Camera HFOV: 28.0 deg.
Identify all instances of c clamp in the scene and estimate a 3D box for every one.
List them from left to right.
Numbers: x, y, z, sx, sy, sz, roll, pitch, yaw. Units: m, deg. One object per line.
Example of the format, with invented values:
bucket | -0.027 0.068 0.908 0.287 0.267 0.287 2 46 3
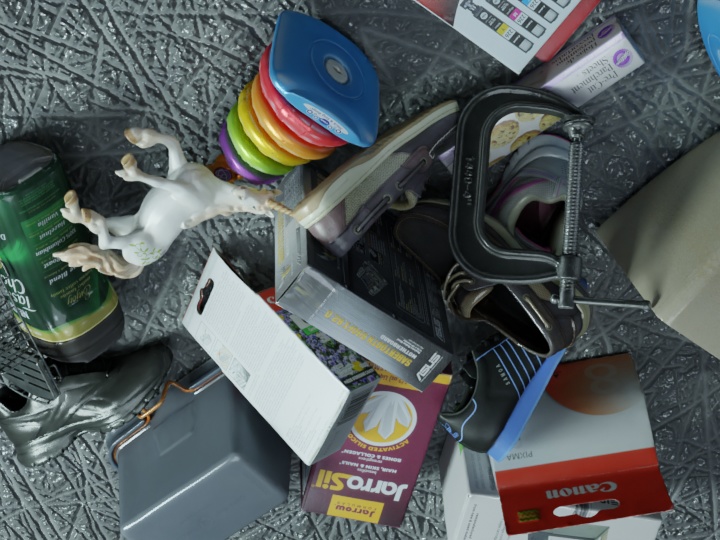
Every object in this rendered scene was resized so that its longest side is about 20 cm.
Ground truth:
c clamp | 0.160 -0.063 1.243 0.170 0.027 0.201 -2 83 8

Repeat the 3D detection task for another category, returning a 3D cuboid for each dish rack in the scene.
dish rack | -0.354 0.041 1.325 0.054 0.153 0.201 -35 117 -27

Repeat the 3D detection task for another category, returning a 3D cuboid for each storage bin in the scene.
storage bin | -0.160 0.192 1.431 0.200 0.135 0.146 -35 121 17

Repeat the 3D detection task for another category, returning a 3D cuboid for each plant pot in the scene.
plant pot | 0.365 -0.019 1.296 0.199 0.200 0.177 32 106 -20

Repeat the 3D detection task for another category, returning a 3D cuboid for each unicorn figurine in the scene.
unicorn figurine | -0.165 -0.058 1.254 0.200 0.074 0.137 -31 135 32

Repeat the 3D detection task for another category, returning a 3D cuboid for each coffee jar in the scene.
coffee jar | -0.290 -0.013 1.317 0.085 0.104 0.201 -39 127 -31

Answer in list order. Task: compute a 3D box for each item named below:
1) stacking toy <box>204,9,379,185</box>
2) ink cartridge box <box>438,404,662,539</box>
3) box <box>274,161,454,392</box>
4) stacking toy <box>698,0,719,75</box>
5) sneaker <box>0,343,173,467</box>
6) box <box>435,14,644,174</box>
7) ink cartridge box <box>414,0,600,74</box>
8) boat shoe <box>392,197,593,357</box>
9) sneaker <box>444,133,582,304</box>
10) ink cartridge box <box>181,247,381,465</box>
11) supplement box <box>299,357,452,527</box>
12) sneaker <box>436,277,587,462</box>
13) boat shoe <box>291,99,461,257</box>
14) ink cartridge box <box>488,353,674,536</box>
stacking toy | -0.083 -0.120 1.273 0.116 0.110 0.200 32 131 -27
ink cartridge box | 0.188 0.223 1.461 0.199 0.146 0.084 9 121 -8
box | 0.000 0.000 1.279 0.158 0.200 0.048 31 114 -21
stacking toy | 0.395 -0.223 1.213 0.199 0.110 0.116 -30 108 3
sneaker | -0.278 0.118 1.425 0.199 0.076 0.091 -29 110 11
box | 0.156 -0.150 1.285 0.199 0.039 0.041 -33 117 18
ink cartridge box | 0.155 -0.273 1.180 0.175 0.084 0.200 31 116 -20
boat shoe | 0.109 0.006 1.274 0.199 0.073 0.075 31 136 17
sneaker | 0.137 -0.027 1.333 0.081 0.088 0.201 22 119 -15
ink cartridge box | -0.079 0.075 1.371 0.200 0.050 0.109 46 130 22
supplement box | 0.012 0.149 1.442 0.110 0.086 0.201 11 121 -8
sneaker | 0.146 0.079 1.372 0.078 0.070 0.201 29 74 -1
boat shoe | 0.025 -0.080 1.247 0.065 0.200 0.072 56 143 -7
ink cartridge box | 0.201 0.163 1.389 0.161 0.200 0.050 -9 119 2
